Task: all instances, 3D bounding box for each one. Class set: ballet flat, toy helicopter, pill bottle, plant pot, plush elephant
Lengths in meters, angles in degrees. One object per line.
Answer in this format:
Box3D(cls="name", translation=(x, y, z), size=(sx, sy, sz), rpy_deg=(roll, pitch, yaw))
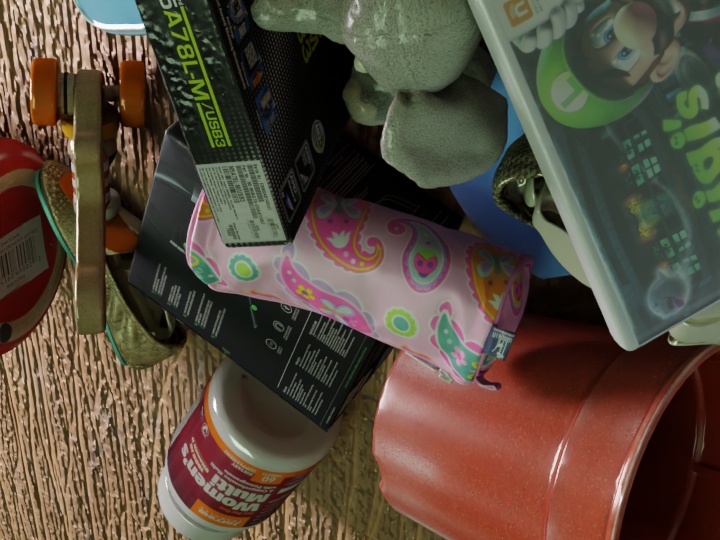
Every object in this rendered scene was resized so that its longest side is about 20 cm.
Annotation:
Box3D(cls="ballet flat", translation=(0.155, -0.004, 0.714), size=(0.199, 0.075, 0.068), rpy_deg=(32, 136, 11))
Box3D(cls="ballet flat", translation=(-0.193, -0.008, 1.087), size=(0.065, 0.071, 0.201), rpy_deg=(-12, 125, 14))
Box3D(cls="toy helicopter", translation=(-0.192, -0.046, 0.957), size=(0.078, 0.201, 0.132), rpy_deg=(0, 155, -10))
Box3D(cls="pill bottle", translation=(-0.097, 0.147, 1.104), size=(0.109, 0.110, 0.200), rpy_deg=(39, 141, 2))
Box3D(cls="plant pot", translation=(-0.349, -0.032, 1.081), size=(0.181, 0.201, 0.201), rpy_deg=(10, 133, 23))
Box3D(cls="plant pot", translation=(0.126, 0.113, 0.836), size=(0.194, 0.201, 0.202), rpy_deg=(17, 136, 40))
Box3D(cls="plush elephant", translation=(0.024, -0.133, 0.665), size=(0.199, 0.154, 0.166), rpy_deg=(11, 114, 36))

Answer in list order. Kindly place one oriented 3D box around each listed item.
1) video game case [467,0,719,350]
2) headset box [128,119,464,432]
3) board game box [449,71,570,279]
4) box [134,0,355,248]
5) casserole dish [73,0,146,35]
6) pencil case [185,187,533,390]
Box3D(cls="video game case", translation=(0.166, -0.086, 0.632), size=(0.201, 0.181, 0.023), rpy_deg=(62, 177, -25))
Box3D(cls="headset box", translation=(-0.057, -0.016, 0.928), size=(0.199, 0.093, 0.175), rpy_deg=(35, 142, 8))
Box3D(cls="board game box", translation=(0.135, -0.080, 0.756), size=(0.199, 0.039, 0.159), rpy_deg=(-11, 114, 39))
Box3D(cls="box", translation=(-0.055, -0.147, 0.724), size=(0.047, 0.194, 0.201), rpy_deg=(-2, 126, 21))
Box3D(cls="casserole dish", translation=(-0.140, -0.199, 0.839), size=(0.199, 0.039, 0.122), rpy_deg=(9, 130, 49))
Box3D(cls="pencil case", translation=(0.000, 0.000, 0.780), size=(0.199, 0.088, 0.088), rpy_deg=(21, 138, 11))
